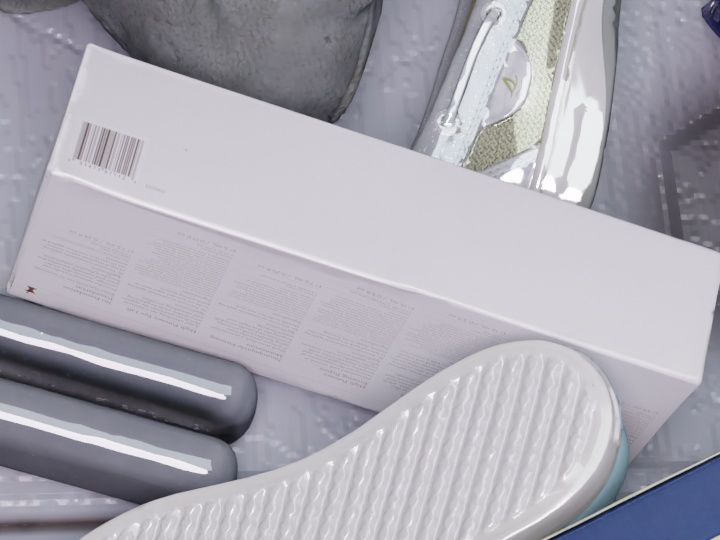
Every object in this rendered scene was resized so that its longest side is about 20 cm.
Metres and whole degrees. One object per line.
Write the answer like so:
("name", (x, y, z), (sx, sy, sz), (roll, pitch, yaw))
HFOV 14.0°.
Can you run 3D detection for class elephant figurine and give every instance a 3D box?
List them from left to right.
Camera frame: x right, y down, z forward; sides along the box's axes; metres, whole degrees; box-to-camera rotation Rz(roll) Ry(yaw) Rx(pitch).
("elephant figurine", (-0.082, -0.133, 0.910), (0.199, 0.142, 0.156), (18, 48, -8))

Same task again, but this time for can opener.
("can opener", (-0.128, 0.023, 0.867), (0.199, 0.067, 0.053), (19, 62, -6))

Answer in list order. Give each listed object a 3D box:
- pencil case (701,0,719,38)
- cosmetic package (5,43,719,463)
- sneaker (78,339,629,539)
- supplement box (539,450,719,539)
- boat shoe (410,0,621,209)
("pencil case", (0.208, -0.112, 0.941), (0.199, 0.087, 0.078), (-31, 58, 9))
("cosmetic package", (0.000, 0.000, 0.876), (0.199, 0.083, 0.051), (18, 59, -8))
("sneaker", (-0.008, 0.094, 0.852), (0.199, 0.082, 0.074), (-24, 64, 6))
("supplement box", (0.140, 0.153, 0.810), (0.199, 0.134, 0.201), (-24, 71, -20))
("boat shoe", (0.049, -0.099, 0.948), (0.064, 0.074, 0.203), (10, 71, -10))
